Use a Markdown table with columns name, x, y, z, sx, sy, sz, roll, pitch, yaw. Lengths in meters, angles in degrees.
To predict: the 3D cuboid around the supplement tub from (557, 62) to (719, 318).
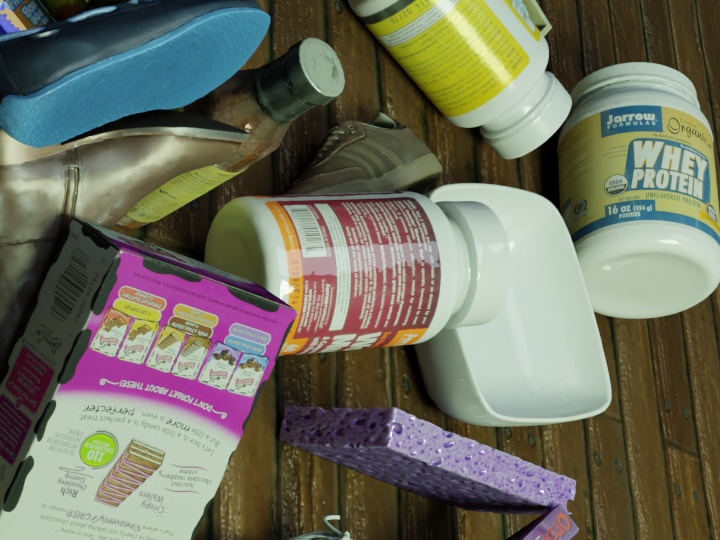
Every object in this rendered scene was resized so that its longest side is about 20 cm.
| name | x | y | z | sx | sy | sz | roll | pitch | yaw |
| --- | --- | --- | --- | --- | --- | --- | --- | --- | --- |
| supplement tub | 0.253 | -0.073 | 1.507 | 0.144 | 0.144 | 0.201 | 28 | 51 | -38 |

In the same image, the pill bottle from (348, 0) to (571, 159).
| name | x | y | z | sx | sy | sz | roll | pitch | yaw |
| --- | --- | --- | --- | --- | --- | --- | --- | --- | --- |
| pill bottle | 0.091 | -0.193 | 1.407 | 0.200 | 0.111 | 0.112 | 47 | 41 | -22 |

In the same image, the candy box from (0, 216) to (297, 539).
| name | x | y | z | sx | sy | sz | roll | pitch | yaw |
| --- | --- | --- | --- | --- | --- | --- | --- | --- | --- |
| candy box | -0.138 | 0.086 | 0.938 | 0.136 | 0.061 | 0.201 | 22 | 95 | -42 |

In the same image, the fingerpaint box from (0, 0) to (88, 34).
| name | x | y | z | sx | sy | sz | roll | pitch | yaw |
| --- | --- | --- | --- | --- | --- | --- | --- | --- | --- |
| fingerpaint box | -0.227 | -0.150 | 0.970 | 0.200 | 0.073 | 0.167 | -42 | 106 | -21 |

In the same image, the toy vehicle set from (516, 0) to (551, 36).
| name | x | y | z | sx | sy | sz | roll | pitch | yaw |
| --- | --- | --- | --- | --- | --- | --- | --- | --- | --- |
| toy vehicle set | 0.094 | -0.280 | 1.527 | 0.200 | 0.026 | 0.124 | 55 | 39 | -13 |

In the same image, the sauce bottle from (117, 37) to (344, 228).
| name | x | y | z | sx | sy | sz | roll | pitch | yaw |
| --- | --- | --- | --- | --- | --- | --- | --- | --- | --- |
| sauce bottle | -0.093 | -0.089 | 1.061 | 0.066 | 0.199 | 0.066 | 28 | 51 | -41 |

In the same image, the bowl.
| name | x | y | z | sx | sy | sz | roll | pitch | yaw |
| --- | --- | --- | --- | --- | --- | --- | --- | --- | --- |
| bowl | 0.107 | 0.035 | 1.334 | 0.199 | 0.074 | 0.201 | 2 | 70 | -49 |

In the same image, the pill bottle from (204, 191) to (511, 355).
| name | x | y | z | sx | sy | sz | roll | pitch | yaw |
| --- | --- | --- | --- | --- | --- | --- | --- | --- | --- |
| pill bottle | 0.000 | 0.000 | 1.154 | 0.199 | 0.110 | 0.110 | -3 | 72 | -30 |

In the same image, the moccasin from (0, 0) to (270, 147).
| name | x | y | z | sx | sy | sz | roll | pitch | yaw |
| --- | --- | --- | --- | --- | --- | --- | --- | --- | --- |
| moccasin | -0.130 | -0.131 | 0.916 | 0.068 | 0.081 | 0.200 | 43 | 35 | 18 |

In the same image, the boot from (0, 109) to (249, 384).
| name | x | y | z | sx | sy | sz | roll | pitch | yaw |
| --- | --- | --- | --- | --- | --- | --- | --- | --- | --- |
| boot | -0.155 | 0.007 | 0.965 | 0.186 | 0.064 | 0.201 | -5 | 108 | -32 |

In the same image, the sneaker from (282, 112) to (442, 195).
| name | x | y | z | sx | sy | sz | roll | pitch | yaw |
| --- | --- | --- | --- | --- | --- | --- | --- | --- | --- |
| sneaker | -0.017 | -0.073 | 1.268 | 0.076 | 0.070 | 0.200 | 51 | 32 | 12 |

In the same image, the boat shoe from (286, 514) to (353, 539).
| name | x | y | z | sx | sy | sz | roll | pitch | yaw |
| --- | --- | --- | --- | --- | --- | --- | --- | --- | --- |
| boat shoe | -0.029 | 0.200 | 1.080 | 0.199 | 0.075 | 0.062 | 8 | 101 | -41 |

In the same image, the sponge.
| name | x | y | z | sx | sy | sz | roll | pitch | yaw |
| --- | --- | --- | --- | --- | --- | --- | --- | --- | --- |
| sponge | 0.050 | 0.138 | 1.180 | 0.200 | 0.111 | 0.030 | 25 | 69 | -40 |

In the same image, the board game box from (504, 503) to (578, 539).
| name | x | y | z | sx | sy | sz | roll | pitch | yaw |
| --- | --- | --- | --- | --- | --- | --- | --- | --- | --- |
| board game box | 0.062 | 0.236 | 1.134 | 0.032 | 0.120 | 0.200 | 50 | 37 | 8 |
